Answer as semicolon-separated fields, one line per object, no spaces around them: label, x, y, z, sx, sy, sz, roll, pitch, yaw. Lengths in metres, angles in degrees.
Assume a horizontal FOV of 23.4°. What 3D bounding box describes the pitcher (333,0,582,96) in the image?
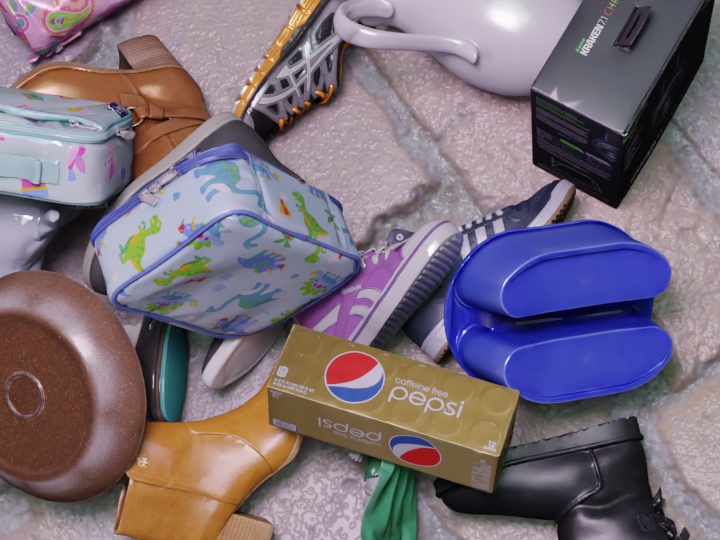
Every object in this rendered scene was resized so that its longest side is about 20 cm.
pitcher;0.089;-0.221;1.554;0.199;0.122;0.172;22;42;15

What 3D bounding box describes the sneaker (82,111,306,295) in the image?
sneaker;-0.146;-0.039;1.502;0.106;0.075;0.200;40;83;28

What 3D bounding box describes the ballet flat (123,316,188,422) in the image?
ballet flat;-0.181;0.045;1.552;0.068;0.068;0.201;1;63;17

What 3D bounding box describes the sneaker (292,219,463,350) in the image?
sneaker;-0.001;0.000;1.480;0.114;0.073;0.201;51;129;13

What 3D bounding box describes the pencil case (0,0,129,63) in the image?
pencil case;-0.248;-0.279;1.645;0.199;0.087;0.088;-31;73;-3

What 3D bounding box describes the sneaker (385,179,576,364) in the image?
sneaker;0.094;-0.026;1.536;0.108;0.070;0.200;40;84;14

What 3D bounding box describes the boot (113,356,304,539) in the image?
boot;-0.128;0.143;1.486;0.143;0.071;0.202;18;82;-17

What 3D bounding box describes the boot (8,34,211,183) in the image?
boot;-0.233;-0.121;1.587;0.199;0.077;0.156;-22;59;-18

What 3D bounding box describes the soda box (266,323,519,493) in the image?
soda box;0.027;0.113;1.425;0.199;0.064;0.068;16;55;9

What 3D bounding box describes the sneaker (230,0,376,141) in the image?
sneaker;-0.060;-0.175;1.598;0.077;0.078;0.201;34;87;-6

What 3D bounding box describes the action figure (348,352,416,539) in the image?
action figure;0.023;0.165;1.481;0.054;0.118;0.201;-2;64;18

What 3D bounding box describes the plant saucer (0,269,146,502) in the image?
plant saucer;-0.272;0.101;1.449;0.199;0.037;0.202;5;102;26

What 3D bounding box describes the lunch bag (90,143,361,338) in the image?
lunch bag;-0.110;-0.016;1.406;0.160;0.200;0.083;-33;61;23

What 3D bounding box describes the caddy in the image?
caddy;0.170;0.034;1.470;0.199;0.105;0.142;-7;104;-19

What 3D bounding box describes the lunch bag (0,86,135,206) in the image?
lunch bag;-0.291;-0.109;1.467;0.199;0.160;0.078;7;101;5

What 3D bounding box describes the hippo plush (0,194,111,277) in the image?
hippo plush;-0.311;-0.006;1.559;0.199;0.159;0.162;15;106;25

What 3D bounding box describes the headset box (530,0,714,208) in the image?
headset box;0.227;-0.176;1.498;0.092;0.200;0.175;29;78;14

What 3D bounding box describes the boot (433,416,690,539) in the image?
boot;0.174;0.223;1.455;0.197;0.073;0.163;-15;76;1

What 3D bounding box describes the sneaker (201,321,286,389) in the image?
sneaker;-0.109;0.007;1.552;0.099;0.071;0.201;27;74;17
